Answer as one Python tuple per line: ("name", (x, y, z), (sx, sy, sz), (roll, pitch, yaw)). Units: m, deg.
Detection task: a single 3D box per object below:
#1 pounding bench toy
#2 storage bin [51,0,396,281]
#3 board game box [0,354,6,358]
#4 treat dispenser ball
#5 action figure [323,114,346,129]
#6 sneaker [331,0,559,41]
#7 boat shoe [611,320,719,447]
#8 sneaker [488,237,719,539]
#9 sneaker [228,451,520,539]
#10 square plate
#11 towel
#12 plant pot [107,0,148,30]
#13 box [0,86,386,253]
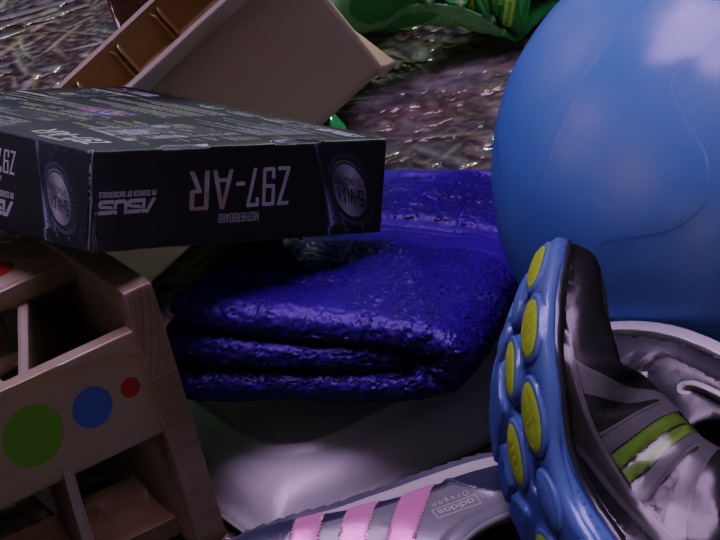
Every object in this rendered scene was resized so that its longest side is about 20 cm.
("pounding bench toy", (-0.182, 0.064, 1.311), (0.156, 0.125, 0.200), (-25, 26, -21))
("storage bin", (-0.110, -0.098, 1.574), (0.200, 0.094, 0.199), (-43, 27, -1))
("board game box", (-0.279, 0.052, 1.505), (0.135, 0.035, 0.200), (-32, 29, -33))
("treat dispenser ball", (0.154, -0.042, 1.253), (0.200, 0.202, 0.201), (-12, 24, 5))
("action figure", (-0.047, -0.080, 1.637), (0.118, 0.055, 0.200), (-15, 22, -4))
("sneaker", (0.060, -0.172, 1.730), (0.199, 0.074, 0.084), (-14, 30, -29))
("boat shoe", (0.136, 0.070, 1.158), (0.199, 0.076, 0.060), (8, 29, 32))
("sneaker", (0.102, 0.080, 1.105), (0.082, 0.071, 0.200), (-9, 60, -20))
("sneaker", (0.007, 0.125, 1.133), (0.199, 0.070, 0.082), (-24, 21, -18))
("square plate", (-0.006, 0.045, 1.372), (0.199, 0.029, 0.198), (-25, 26, -23))
("towel", (0.000, 0.000, 1.348), (0.147, 0.050, 0.200), (-2, 20, 16))
("plant pot", (-0.036, -0.214, 1.809), (0.199, 0.188, 0.187), (-7, 19, -24))
("box", (-0.111, -0.048, 1.336), (0.160, 0.044, 0.200), (-5, 12, -40))
